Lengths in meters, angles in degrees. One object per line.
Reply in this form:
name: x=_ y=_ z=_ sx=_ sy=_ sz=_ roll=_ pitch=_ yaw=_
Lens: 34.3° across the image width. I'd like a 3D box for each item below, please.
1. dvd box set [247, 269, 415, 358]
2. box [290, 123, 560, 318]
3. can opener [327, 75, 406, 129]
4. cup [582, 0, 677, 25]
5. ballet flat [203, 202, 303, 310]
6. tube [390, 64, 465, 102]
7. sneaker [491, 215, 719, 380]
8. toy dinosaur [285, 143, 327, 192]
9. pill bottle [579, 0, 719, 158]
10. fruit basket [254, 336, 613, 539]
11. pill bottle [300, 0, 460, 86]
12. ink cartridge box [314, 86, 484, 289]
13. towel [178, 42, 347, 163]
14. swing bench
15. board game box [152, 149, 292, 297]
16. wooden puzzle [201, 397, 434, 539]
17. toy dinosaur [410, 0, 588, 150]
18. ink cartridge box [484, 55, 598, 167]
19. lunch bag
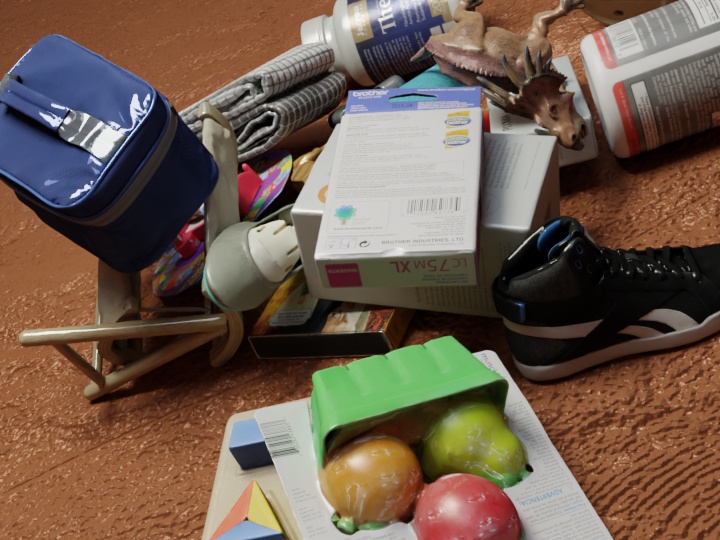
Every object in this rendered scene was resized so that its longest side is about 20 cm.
dvd box set: x=0.000 y=0.000 z=1.062 sx=0.144 sy=0.030 sz=0.201 roll=-4 pitch=38 yaw=32
box: x=0.059 y=-0.043 z=0.974 sx=0.196 sy=0.099 sz=0.125 roll=6 pitch=43 yaw=19
can opener: x=0.009 y=-0.156 z=1.201 sx=0.066 sy=0.053 sz=0.200 roll=-35 pitch=9 yaw=-9
cup: x=0.291 y=-0.346 z=1.239 sx=0.198 sy=0.200 sz=0.146 roll=2 pitch=67 yaw=37
ballet flat: x=-0.071 y=-0.024 z=0.998 sx=0.063 sy=0.068 sz=0.200 roll=-32 pitch=4 yaw=24
tube: x=0.063 y=-0.158 z=1.081 sx=0.076 sy=0.051 sz=0.200 roll=0 pitch=18 yaw=21
sneaker: x=0.192 y=0.001 z=0.844 sx=0.197 sy=0.113 sz=0.073 roll=-22 pitch=32 yaw=6
toy dinosaur: x=-0.056 y=-0.098 z=1.183 sx=0.105 sy=0.061 sz=0.199 roll=-28 pitch=13 yaw=-21
pill bottle: x=0.304 y=-0.185 z=1.033 sx=0.197 sy=0.117 sz=0.117 roll=-18 pitch=32 yaw=11
fruit basket: x=0.047 y=0.145 z=0.739 sx=0.182 sy=0.095 sz=0.202 roll=-14 pitch=53 yaw=-19
pill bottle: x=0.034 y=-0.284 z=1.375 sx=0.197 sy=0.112 sz=0.112 roll=-15 pitch=32 yaw=16
ink cartridge box: x=0.036 y=-0.069 z=0.902 sx=0.117 sy=0.042 sz=0.202 roll=-2 pitch=46 yaw=10
towel: x=-0.126 y=-0.164 z=1.273 sx=0.198 sy=0.087 sz=0.166 roll=-22 pitch=12 yaw=33
swing bench: x=-0.191 y=-0.015 z=1.072 sx=0.197 sy=0.130 sz=0.202 roll=-15 pitch=56 yaw=15
board game box: x=-0.154 y=-0.062 z=1.192 sx=0.200 sy=0.039 sz=0.158 roll=-48 pitch=23 yaw=-5
wooden puzzle: x=-0.035 y=0.147 z=0.855 sx=0.182 sy=0.047 sz=0.201 roll=-15 pitch=33 yaw=18
toy dinosaur: x=0.116 y=-0.182 z=1.024 sx=0.197 sy=0.087 sz=0.136 roll=14 pitch=44 yaw=25
ink cartridge box: x=0.131 y=-0.140 z=1.125 sx=0.171 sy=0.044 sz=0.201 roll=-13 pitch=24 yaw=10
lunch bag: x=-0.235 y=-0.108 z=0.984 sx=0.198 sy=0.133 sz=0.137 roll=28 pitch=74 yaw=32
